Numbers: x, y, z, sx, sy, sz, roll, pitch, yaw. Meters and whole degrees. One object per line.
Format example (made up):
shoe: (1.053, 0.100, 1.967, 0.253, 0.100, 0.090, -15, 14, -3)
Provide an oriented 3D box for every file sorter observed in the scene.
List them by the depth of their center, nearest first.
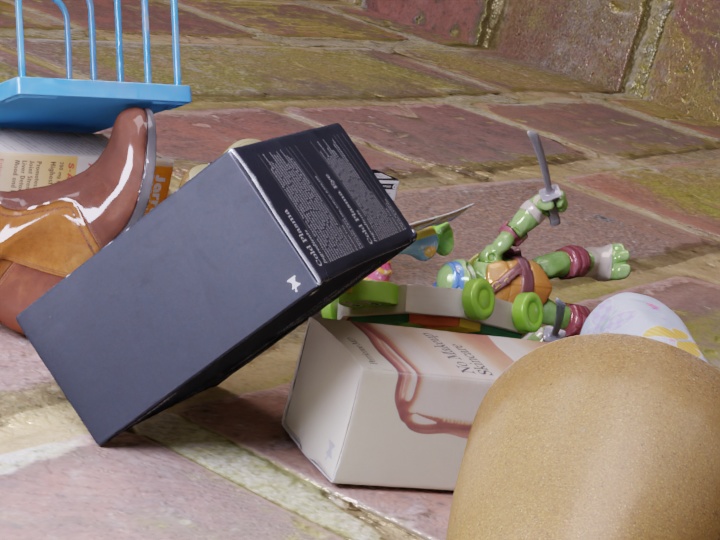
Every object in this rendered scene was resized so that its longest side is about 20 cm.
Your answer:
file sorter: (-0.239, -0.174, 1.353, 0.138, 0.123, 0.200, -1, -3, -35)

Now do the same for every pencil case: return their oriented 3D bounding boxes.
pencil case: (0.227, 0.092, 1.374, 0.083, 0.091, 0.200, 20, 17, -15)

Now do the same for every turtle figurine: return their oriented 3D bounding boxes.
turtle figurine: (0.177, 0.008, 1.559, 0.194, 0.200, 0.144, 8, 44, -41)

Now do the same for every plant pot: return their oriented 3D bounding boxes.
plant pot: (0.117, 0.161, 0.939, 0.186, 0.187, 0.200, 18, 31, 14)

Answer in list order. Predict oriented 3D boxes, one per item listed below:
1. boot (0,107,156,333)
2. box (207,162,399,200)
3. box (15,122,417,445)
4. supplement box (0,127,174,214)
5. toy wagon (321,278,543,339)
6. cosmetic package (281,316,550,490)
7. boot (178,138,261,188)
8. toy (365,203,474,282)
boot: (-0.260, -0.058, 1.276, 0.200, 0.189, 0.068, 22, 7, -18)
box: (-0.058, -0.036, 1.571, 0.200, 0.110, 0.035, 0, 20, -44)
box: (-0.091, 0.004, 1.189, 0.104, 0.200, 0.182, 55, 22, 3)
supplement box: (-0.253, -0.040, 1.375, 0.200, 0.126, 0.073, -1, 20, -42)
toy wagon: (0.042, 0.032, 1.417, 0.155, 0.040, 0.200, -5, -13, 39)
cosmetic package: (0.060, 0.096, 1.241, 0.199, 0.088, 0.103, 6, 18, -28)
boot: (-0.076, -0.068, 1.743, 0.155, 0.073, 0.200, 17, 17, 14)
toy: (0.000, 0.000, 1.513, 0.200, 0.047, 0.115, -21, -8, -35)
